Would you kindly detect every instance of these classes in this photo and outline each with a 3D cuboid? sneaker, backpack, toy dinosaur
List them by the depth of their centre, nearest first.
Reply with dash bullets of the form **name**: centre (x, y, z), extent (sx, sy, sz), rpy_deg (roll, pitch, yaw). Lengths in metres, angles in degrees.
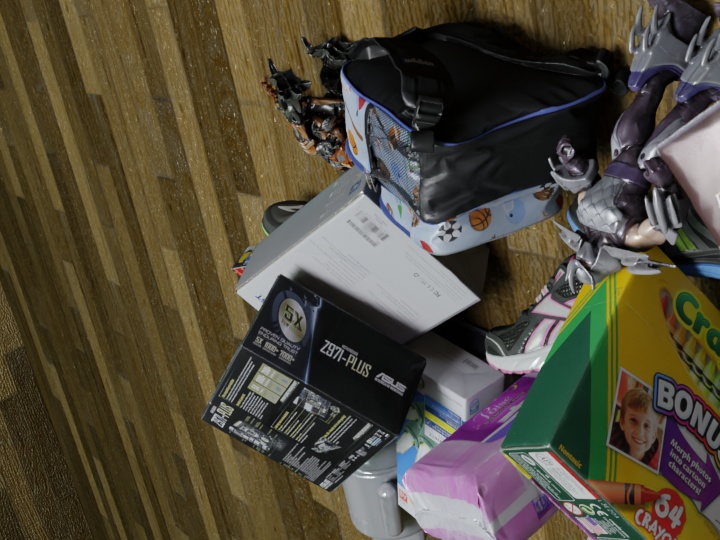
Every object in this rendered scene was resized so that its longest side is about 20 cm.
- **sneaker**: centre (0.239, -0.037, 0.625), extent (0.198, 0.070, 0.084), rpy_deg (13, 118, 44)
- **backpack**: centre (0.077, -0.117, 0.707), extent (0.191, 0.197, 0.156), rpy_deg (50, 146, 43)
- **sneaker**: centre (0.183, 0.031, 0.756), extent (0.199, 0.079, 0.088), rpy_deg (-19, 84, 49)
- **toy dinosaur**: centre (-0.044, -0.158, 0.925), extent (0.197, 0.103, 0.137), rpy_deg (15, 144, 24)
- **sneaker**: centre (-0.035, -0.056, 0.980), extent (0.198, 0.077, 0.084), rpy_deg (12, 143, 40)

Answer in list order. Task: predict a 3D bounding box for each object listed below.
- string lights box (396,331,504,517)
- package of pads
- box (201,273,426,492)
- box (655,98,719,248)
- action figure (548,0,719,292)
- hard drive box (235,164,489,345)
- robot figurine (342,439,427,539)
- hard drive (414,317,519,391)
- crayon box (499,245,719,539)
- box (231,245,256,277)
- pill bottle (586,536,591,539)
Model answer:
- **string lights box**: centre (0.089, 0.176, 0.905), extent (0.102, 0.058, 0.203), rpy_deg (28, 132, 42)
- **package of pads**: centre (0.142, 0.156, 0.768), extent (0.120, 0.199, 0.077), rpy_deg (-9, 111, 59)
- **box**: centre (-0.052, 0.118, 0.871), extent (0.162, 0.087, 0.200), rpy_deg (29, 146, -4)
- **box**: centre (0.291, -0.037, 0.435), extent (0.164, 0.165, 0.202), rpy_deg (-40, 78, 46)
- **action figure**: centre (0.183, -0.078, 0.588), extent (0.130, 0.069, 0.203), rpy_deg (32, 99, 55)
- **hard drive box**: centre (0.000, 0.000, 0.864), extent (0.155, 0.077, 0.199), rpy_deg (41, 130, -20)
- **robot figurine**: centre (0.031, 0.234, 1.052), extent (0.170, 0.111, 0.203), rpy_deg (-105, 3, -66)
- **hard drive**: centre (0.112, 0.151, 0.950), extent (0.134, 0.042, 0.203), rpy_deg (23, 130, 45)
- **crayon box**: centre (0.212, 0.112, 0.605), extent (0.200, 0.174, 0.058), rpy_deg (43, 152, -13)
- **box**: centre (-0.045, 0.048, 1.035), extent (0.200, 0.040, 0.136), rpy_deg (47, 153, -21)
- **pill bottle**: centre (0.286, 0.273, 0.722), extent (0.198, 0.112, 0.115), rpy_deg (13, 122, 50)
